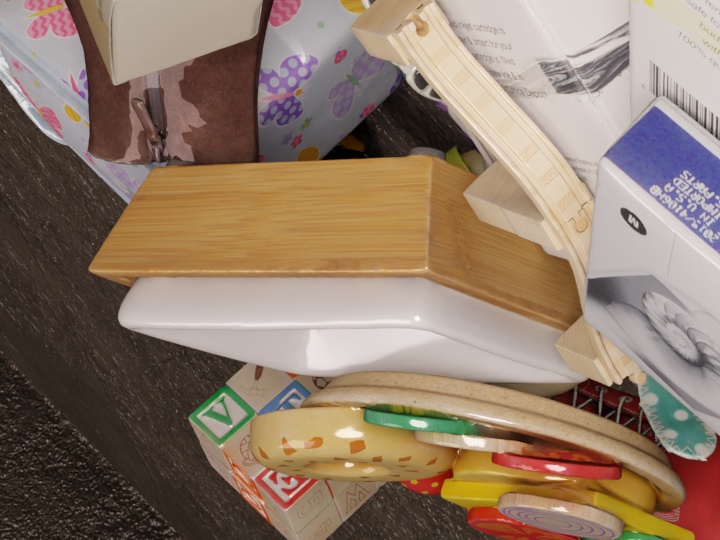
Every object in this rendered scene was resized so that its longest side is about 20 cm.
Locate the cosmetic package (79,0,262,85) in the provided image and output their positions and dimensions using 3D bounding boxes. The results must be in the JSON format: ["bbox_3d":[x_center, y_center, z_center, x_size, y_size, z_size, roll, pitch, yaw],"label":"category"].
[{"bbox_3d":[-0.108,-0.193,1.041,0.105,0.071,0.201,107,142,-72],"label":"cosmetic package"}]

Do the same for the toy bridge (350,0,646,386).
[{"bbox_3d":[0.070,-0.026,0.994,0.201,0.027,0.067,56,163,-28],"label":"toy bridge"}]

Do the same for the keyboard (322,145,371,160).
[{"bbox_3d":[0.054,-0.021,1.328,0.200,0.040,0.104,39,-158,28],"label":"keyboard"}]

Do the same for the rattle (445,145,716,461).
[{"bbox_3d":[0.114,0.016,1.238,0.199,0.131,0.143,20,172,8],"label":"rattle"}]

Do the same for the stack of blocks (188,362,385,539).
[{"bbox_3d":[-0.001,0.049,1.394,0.115,0.200,0.059,39,164,30],"label":"stack of blocks"}]

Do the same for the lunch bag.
[{"bbox_3d":[-0.096,-0.129,1.295,0.200,0.170,0.127,40,166,22],"label":"lunch bag"}]

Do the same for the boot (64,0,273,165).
[{"bbox_3d":[-0.053,-0.132,1.134,0.199,0.072,0.168,2,106,30],"label":"boot"}]

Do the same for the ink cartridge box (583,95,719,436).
[{"bbox_3d":[0.165,0.051,0.893,0.199,0.041,0.200,42,166,20],"label":"ink cartridge box"}]

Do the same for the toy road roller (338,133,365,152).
[{"bbox_3d":[-0.039,-0.044,1.456,0.146,0.123,0.200,37,170,-3],"label":"toy road roller"}]

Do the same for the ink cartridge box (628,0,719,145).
[{"bbox_3d":[0.165,-0.076,0.803,0.145,0.083,0.200,42,165,23],"label":"ink cartridge box"}]

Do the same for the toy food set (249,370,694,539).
[{"bbox_3d":[0.061,0.095,1.181,0.197,0.049,0.199,-1,160,45],"label":"toy food set"}]

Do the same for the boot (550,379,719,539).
[{"bbox_3d":[0.141,0.089,1.262,0.144,0.073,0.200,34,170,-6],"label":"boot"}]

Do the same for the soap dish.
[{"bbox_3d":[0.000,0.000,1.122,0.199,0.082,0.157,0,168,39],"label":"soap dish"}]

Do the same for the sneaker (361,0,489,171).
[{"bbox_3d":[0.041,-0.108,1.112,0.083,0.080,0.200,43,169,46],"label":"sneaker"}]

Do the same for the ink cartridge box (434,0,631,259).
[{"bbox_3d":[0.086,-0.097,0.990,0.201,0.084,0.145,55,165,-22],"label":"ink cartridge box"}]
